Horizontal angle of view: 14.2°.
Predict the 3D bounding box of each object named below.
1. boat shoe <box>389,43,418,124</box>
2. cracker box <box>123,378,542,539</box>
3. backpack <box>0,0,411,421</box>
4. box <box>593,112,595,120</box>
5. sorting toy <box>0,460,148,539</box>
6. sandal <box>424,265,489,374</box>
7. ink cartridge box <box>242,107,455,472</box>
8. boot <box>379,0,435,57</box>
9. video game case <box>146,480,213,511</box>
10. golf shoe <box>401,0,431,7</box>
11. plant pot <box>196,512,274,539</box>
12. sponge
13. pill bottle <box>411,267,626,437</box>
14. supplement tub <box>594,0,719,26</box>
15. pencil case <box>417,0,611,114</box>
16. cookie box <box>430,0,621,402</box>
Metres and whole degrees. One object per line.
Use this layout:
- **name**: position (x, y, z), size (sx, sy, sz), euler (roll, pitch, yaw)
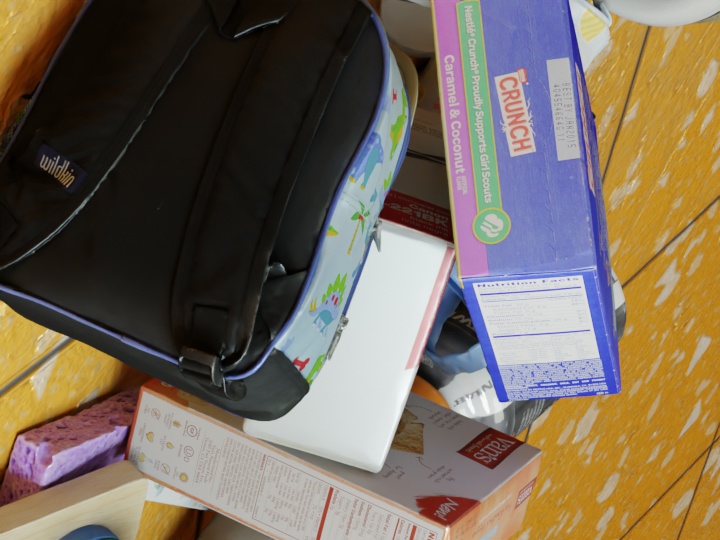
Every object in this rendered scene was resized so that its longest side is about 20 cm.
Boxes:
- **boat shoe**: position (-0.030, -0.024, 1.475), size (0.200, 0.073, 0.065), euler (-61, 169, -3)
- **cracker box**: position (-0.014, 0.106, 1.633), size (0.134, 0.200, 0.058), euler (-31, 141, -60)
- **backpack**: position (-0.072, -0.047, 1.376), size (0.200, 0.183, 0.147), euler (-65, 164, -8)
- **box**: position (0.068, -0.049, 1.889), size (0.200, 0.049, 0.160), euler (-57, 158, 0)
- **sorting toy**: position (-0.198, 0.226, 1.577), size (0.200, 0.070, 0.199), euler (-20, 137, -41)
- **sandal**: position (0.081, -0.012, 1.709), size (0.087, 0.079, 0.201), euler (-12, 115, -27)
- **ink cartridge box**: position (0.000, 0.000, 1.623), size (0.200, 0.083, 0.145), euler (-82, -170, -67)
- **boot**: position (0.088, -0.194, 1.697), size (0.200, 0.073, 0.090), euler (-43, 177, -8)
- **video game case**: position (-0.080, 0.082, 1.779), size (0.143, 0.018, 0.200), euler (-58, 160, 3)
- **golf shoe**: position (0.056, -0.195, 1.578), size (0.200, 0.094, 0.078), euler (-41, 154, -41)
- **plant pot**: position (-0.062, 0.245, 1.831), size (0.174, 0.200, 0.200), euler (-69, 159, 4)
- **sponge**: position (-0.181, 0.165, 1.652), size (0.111, 0.030, 0.200), euler (-25, 142, -56)
- **pill bottle**: position (0.077, 0.057, 1.845), size (0.200, 0.106, 0.106), euler (-38, 153, -42)
- **supplement tub**: position (0.223, -0.231, 1.840), size (0.200, 0.144, 0.145), euler (-15, 134, -62)
- **pencil case**: position (0.072, -0.093, 1.765), size (0.200, 0.091, 0.083), euler (-60, 178, 1)
- **cookie box**: position (0.090, -0.041, 1.537), size (0.200, 0.075, 0.172), euler (68, 16, -67)
